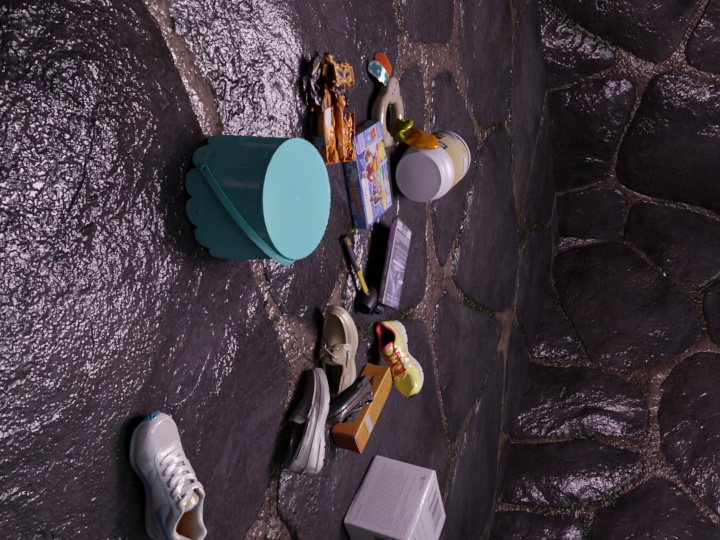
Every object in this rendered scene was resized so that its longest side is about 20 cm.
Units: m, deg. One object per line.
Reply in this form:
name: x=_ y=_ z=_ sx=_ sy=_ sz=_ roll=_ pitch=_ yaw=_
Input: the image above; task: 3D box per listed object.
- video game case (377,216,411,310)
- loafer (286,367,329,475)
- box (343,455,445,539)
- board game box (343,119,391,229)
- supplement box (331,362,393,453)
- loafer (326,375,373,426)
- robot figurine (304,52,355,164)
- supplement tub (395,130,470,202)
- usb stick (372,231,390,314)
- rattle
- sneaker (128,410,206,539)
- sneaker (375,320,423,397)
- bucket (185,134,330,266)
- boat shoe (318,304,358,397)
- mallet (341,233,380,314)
video game case: x=0.083 y=-0.013 z=1.420 sx=0.143 sy=0.019 sz=0.202 roll=29 pitch=71 yaw=-70
loafer: x=-0.102 y=0.282 z=1.133 sx=0.069 sy=0.070 sz=0.202 roll=14 pitch=62 yaw=-23
box: x=0.089 y=0.606 z=1.456 sx=0.200 sy=0.170 sz=0.201 roll=-54 pitch=140 yaw=-43
board game box: x=0.015 y=-0.210 z=1.301 sx=0.135 sy=0.034 sz=0.202 roll=-46 pitch=133 yaw=-51
supplement box: x=0.008 y=0.309 z=1.356 sx=0.201 sy=0.066 sz=0.069 roll=-59 pitch=144 yaw=-38
loafer: x=-0.013 y=0.277 z=1.229 sx=0.063 sy=0.071 sz=0.200 roll=60 pitch=21 yaw=-1
robot figurine: x=-0.050 y=-0.306 z=1.129 sx=0.145 sy=0.058 sz=0.203 roll=-27 pitch=119 yaw=-60
supplement tub: x=0.182 y=-0.261 z=1.498 sx=0.200 sy=0.143 sz=0.146 roll=-42 pitch=131 yaw=-53
usb stick: x=0.058 y=0.007 z=1.430 sx=0.055 sy=0.032 sz=0.202 roll=42 pitch=57 yaw=-60
rattle: x=0.096 y=-0.374 z=1.324 sx=0.129 sy=0.142 sz=0.202 roll=-18 pitch=118 yaw=-43
sneaker: x=-0.257 y=0.286 z=0.818 sx=0.076 sy=0.080 sz=0.202 roll=-33 pitch=123 yaw=-54
sneaker: x=0.082 y=0.209 z=1.424 sx=0.090 sy=0.078 sz=0.201 roll=26 pitch=36 yaw=-54
bucket: x=-0.146 y=-0.107 z=0.899 sx=0.207 sy=0.133 sz=0.210 roll=-17 pitch=109 yaw=-59
boat shoe: x=-0.050 y=0.167 z=1.213 sx=0.065 sy=0.071 sz=0.202 roll=-41 pitch=137 yaw=-50
mallet: x=0.000 y=0.000 z=1.318 sx=0.066 sy=0.041 sz=0.202 roll=-52 pitch=135 yaw=-47
